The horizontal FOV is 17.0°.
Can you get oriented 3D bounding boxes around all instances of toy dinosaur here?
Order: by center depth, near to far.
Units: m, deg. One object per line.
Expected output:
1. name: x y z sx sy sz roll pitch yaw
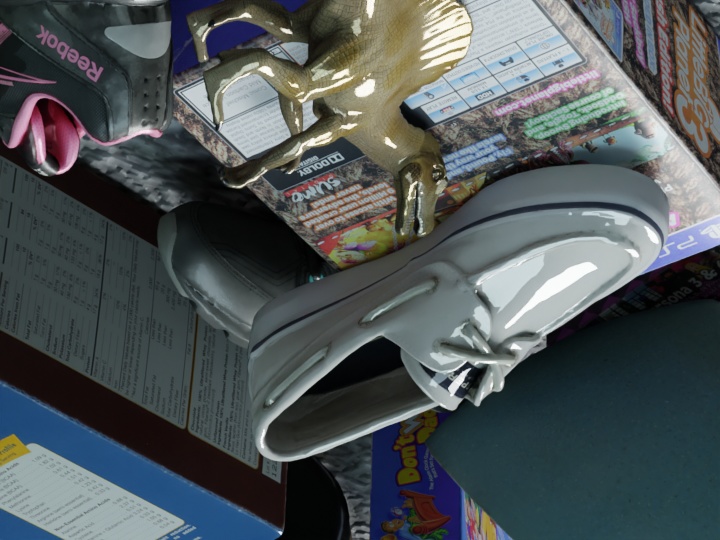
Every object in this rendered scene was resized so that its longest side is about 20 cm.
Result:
1. toy dinosaur: -0.008 -0.081 0.847 0.100 0.059 0.200 -13 149 -6

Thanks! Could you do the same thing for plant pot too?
1. plant pot: 0.146 0.093 1.066 0.135 0.200 0.200 -49 128 2

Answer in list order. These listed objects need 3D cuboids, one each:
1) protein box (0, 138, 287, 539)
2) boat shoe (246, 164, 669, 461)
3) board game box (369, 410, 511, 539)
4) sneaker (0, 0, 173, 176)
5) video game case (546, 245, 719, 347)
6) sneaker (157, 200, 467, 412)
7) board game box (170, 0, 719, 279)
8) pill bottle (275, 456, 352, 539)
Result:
1. protein box: -0.169 0.062 1.111 0.198 0.136 0.199 -31 132 35
2. boat shoe: 0.035 0.022 0.952 0.199 0.066 0.072 -21 137 27
3. board game box: 0.047 0.149 1.217 0.044 0.135 0.201 -6 141 10
4. sneaker: -0.137 -0.083 0.911 0.079 0.096 0.199 -16 -166 -40
5. video game case: 0.217 0.014 1.119 0.181 0.036 0.200 26 136 -28
6. sneaker: 0.000 0.000 1.093 0.199 0.076 0.079 19 128 -33
7. board game box: 0.040 -0.078 0.957 0.159 0.097 0.200 -21 137 26
8. pill bottle: -0.055 0.185 1.285 0.111 0.112 0.201 -1 141 3
